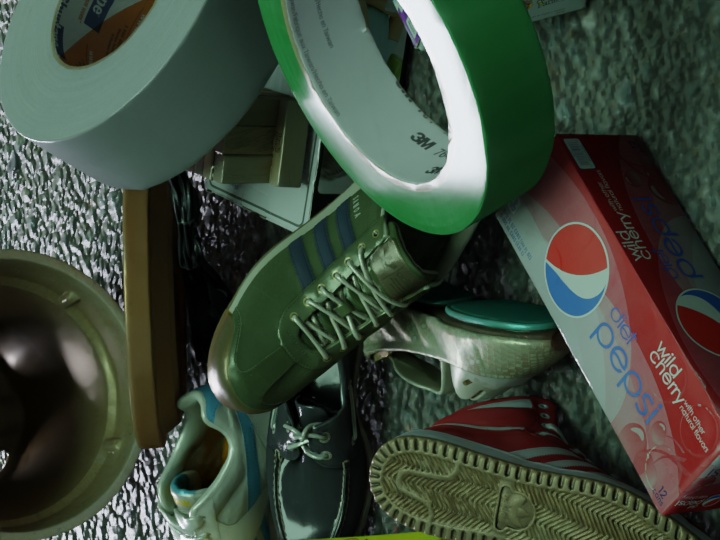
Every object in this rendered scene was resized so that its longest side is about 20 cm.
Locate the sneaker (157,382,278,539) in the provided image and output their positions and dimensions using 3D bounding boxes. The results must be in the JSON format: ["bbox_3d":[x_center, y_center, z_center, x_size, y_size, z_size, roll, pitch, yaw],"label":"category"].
[{"bbox_3d":[-0.092,0.163,1.529,0.076,0.080,0.201,21,109,48],"label":"sneaker"}]

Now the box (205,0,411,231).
[{"bbox_3d":[-0.028,-0.130,1.453,0.116,0.060,0.201,24,109,50],"label":"box"}]

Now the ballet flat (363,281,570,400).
[{"bbox_3d":[0.061,0.043,1.346,0.200,0.067,0.063,17,111,61],"label":"ballet flat"}]

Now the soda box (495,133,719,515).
[{"bbox_3d":[0.149,0.025,1.226,0.070,0.063,0.201,-54,51,38],"label":"soda box"}]

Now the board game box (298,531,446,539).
[{"bbox_3d":[0.000,0.210,1.400,0.200,0.048,0.102,-12,115,52],"label":"board game box"}]

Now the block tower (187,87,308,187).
[{"bbox_3d":[-0.110,-0.097,1.467,0.200,0.058,0.054,21,108,51],"label":"block tower"}]

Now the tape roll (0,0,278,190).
[{"bbox_3d":[-0.125,-0.150,1.409,0.200,0.066,0.201,-29,45,33],"label":"tape roll"}]

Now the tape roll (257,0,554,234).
[{"bbox_3d":[0.020,-0.117,1.236,0.200,0.048,0.201,44,152,31],"label":"tape roll"}]

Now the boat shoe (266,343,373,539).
[{"bbox_3d":[-0.034,0.087,1.448,0.072,0.063,0.201,5,93,24],"label":"boat shoe"}]

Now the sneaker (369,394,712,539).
[{"bbox_3d":[0.115,0.124,1.283,0.199,0.112,0.072,21,107,19],"label":"sneaker"}]

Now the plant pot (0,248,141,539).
[{"bbox_3d":[-0.275,0.098,1.695,0.183,0.199,0.202,-20,75,63],"label":"plant pot"}]

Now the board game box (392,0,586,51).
[{"bbox_3d":[0.069,-0.224,1.230,0.200,0.104,0.103,102,148,-57],"label":"board game box"}]

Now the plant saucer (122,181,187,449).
[{"bbox_3d":[-0.132,0.015,1.544,0.200,0.032,0.202,178,90,-88],"label":"plant saucer"}]

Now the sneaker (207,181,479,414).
[{"bbox_3d":[0.000,0.000,1.326,0.067,0.200,0.090,49,160,-20],"label":"sneaker"}]

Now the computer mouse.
[{"bbox_3d":[-0.097,-0.001,1.504,0.200,0.034,0.059,87,175,-61],"label":"computer mouse"}]
